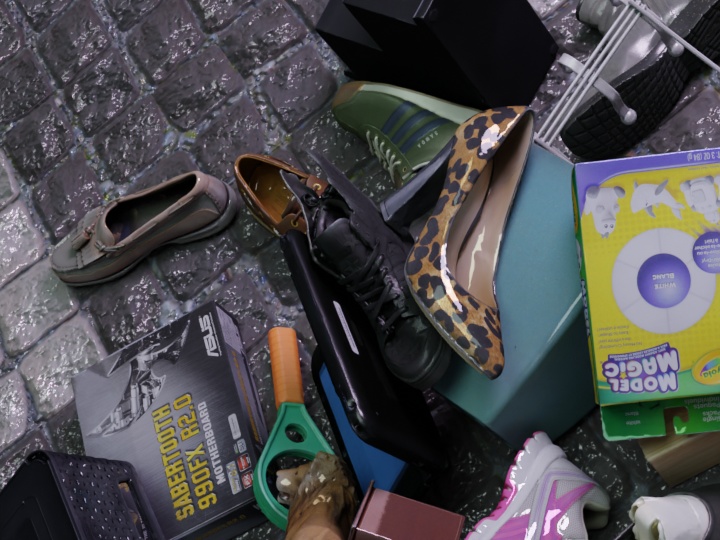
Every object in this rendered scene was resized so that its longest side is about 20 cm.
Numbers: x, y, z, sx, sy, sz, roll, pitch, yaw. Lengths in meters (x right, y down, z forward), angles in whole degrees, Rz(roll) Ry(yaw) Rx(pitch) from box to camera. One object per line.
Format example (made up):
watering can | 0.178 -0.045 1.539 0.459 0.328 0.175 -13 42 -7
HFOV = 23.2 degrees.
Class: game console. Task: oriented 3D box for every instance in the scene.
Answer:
game console | -0.018 0.097 1.386 0.116 0.175 0.201 -37 53 18

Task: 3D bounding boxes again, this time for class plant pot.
plant pot | 0.140 0.031 1.372 0.141 0.141 0.201 33 85 36

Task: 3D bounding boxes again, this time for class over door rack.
over door rack | 0.239 -0.109 1.400 0.199 0.067 0.148 36 92 3

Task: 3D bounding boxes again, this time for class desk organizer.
desk organizer | 0.013 0.269 1.305 0.076 0.072 0.202 17 113 6

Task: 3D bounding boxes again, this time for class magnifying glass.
magnifying glass | -0.056 0.132 1.475 0.079 0.023 0.202 6 47 -18

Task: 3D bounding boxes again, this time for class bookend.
bookend | 0.040 -0.228 1.520 0.199 0.199 0.093 23 79 35

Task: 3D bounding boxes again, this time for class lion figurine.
lion figurine | -0.036 0.213 1.316 0.072 0.200 0.124 23 95 -9

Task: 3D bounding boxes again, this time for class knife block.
knife block | 0.319 0.078 1.296 0.174 0.064 0.202 14 73 34

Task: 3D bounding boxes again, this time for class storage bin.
storage bin | -0.259 0.260 1.451 0.200 0.093 0.136 -51 49 25

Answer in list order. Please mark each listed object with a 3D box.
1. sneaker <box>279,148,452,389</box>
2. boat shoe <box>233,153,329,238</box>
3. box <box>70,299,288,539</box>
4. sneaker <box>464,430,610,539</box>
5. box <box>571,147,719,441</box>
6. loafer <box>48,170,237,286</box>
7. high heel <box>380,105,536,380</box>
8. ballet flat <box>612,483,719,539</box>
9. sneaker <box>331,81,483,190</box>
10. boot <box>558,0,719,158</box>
sneaker | 0.002 -0.002 1.343 0.060 0.104 0.201 -40 41 22
boat shoe | -0.043 -0.044 1.550 0.199 0.068 0.072 34 84 36
box | -0.161 0.148 1.526 0.157 0.048 0.202 -27 56 13
sneaker | 0.125 0.215 1.297 0.088 0.082 0.201 26 60 16
box | 0.218 0.018 1.257 0.116 0.048 0.203 -7 89 5
loafer | -0.214 -0.047 1.646 0.198 0.063 0.073 -20 58 17
high heel | 0.099 -0.028 1.296 0.142 0.071 0.201 -40 49 18
ballet flat | 0.201 0.210 1.258 0.199 0.069 0.068 -39 43 -14
sneaker | 0.045 -0.102 1.532 0.198 0.067 0.091 17 68 30
boot | 0.224 -0.192 1.498 0.200 0.068 0.131 -42 45 -2
